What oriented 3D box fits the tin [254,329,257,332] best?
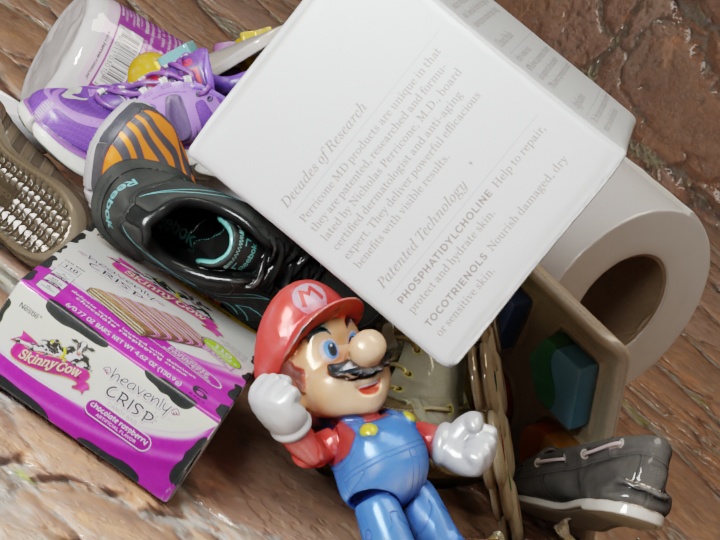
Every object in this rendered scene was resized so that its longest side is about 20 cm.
[{"bbox_3d":[-0.041,0.046,1.678,0.199,0.042,0.112,25,19,-37],"label":"tin"}]

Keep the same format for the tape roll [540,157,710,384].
[{"bbox_3d":[0.186,-0.005,2.084,0.202,0.203,0.139,20,18,-48],"label":"tape roll"}]

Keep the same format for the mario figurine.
[{"bbox_3d":[0.011,0.091,1.360,0.201,0.106,0.123,60,8,11],"label":"mario figurine"}]

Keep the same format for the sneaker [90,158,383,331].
[{"bbox_3d":[-0.066,-0.002,1.420,0.199,0.076,0.079,21,5,-24],"label":"sneaker"}]

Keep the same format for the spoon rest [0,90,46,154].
[{"bbox_3d":[-0.226,-0.087,1.640,0.200,0.061,0.099,43,14,29],"label":"spoon rest"}]

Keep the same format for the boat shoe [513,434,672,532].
[{"bbox_3d":[0.155,0.141,1.608,0.067,0.057,0.200,22,-11,-19],"label":"boat shoe"}]

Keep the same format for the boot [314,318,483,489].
[{"bbox_3d":[0.018,0.056,1.526,0.200,0.072,0.156,22,62,-62],"label":"boot"}]

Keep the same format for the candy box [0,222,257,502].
[{"bbox_3d":[-0.133,0.047,1.375,0.136,0.061,0.200,35,11,-2],"label":"candy box"}]

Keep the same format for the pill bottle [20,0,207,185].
[{"bbox_3d":[-0.152,-0.121,1.839,0.199,0.113,0.112,30,13,-21],"label":"pill bottle"}]

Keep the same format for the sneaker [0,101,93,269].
[{"bbox_3d":[-0.234,-0.059,1.544,0.200,0.070,0.076,48,1,30],"label":"sneaker"}]

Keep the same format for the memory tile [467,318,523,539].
[{"bbox_3d":[0.086,0.074,1.590,0.154,0.017,0.201,72,10,-58],"label":"memory tile"}]

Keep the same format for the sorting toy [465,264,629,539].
[{"bbox_3d":[0.120,0.081,1.713,0.036,0.201,0.185,-19,42,-25],"label":"sorting toy"}]

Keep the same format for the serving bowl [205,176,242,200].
[{"bbox_3d":[-0.016,-0.043,1.731,0.200,0.200,0.066,19,32,-51],"label":"serving bowl"}]

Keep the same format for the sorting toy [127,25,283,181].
[{"bbox_3d":[-0.065,-0.132,1.718,0.199,0.180,0.108,2,73,-32],"label":"sorting toy"}]

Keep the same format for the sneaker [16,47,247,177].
[{"bbox_3d":[-0.138,-0.113,1.585,0.199,0.084,0.081,-6,45,-42],"label":"sneaker"}]

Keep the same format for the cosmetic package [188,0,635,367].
[{"bbox_3d":[0.037,-0.080,1.427,0.200,0.167,0.167,39,14,1],"label":"cosmetic package"}]

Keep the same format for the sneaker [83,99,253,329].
[{"bbox_3d":[-0.099,-0.021,1.490,0.112,0.078,0.200,29,-23,30],"label":"sneaker"}]

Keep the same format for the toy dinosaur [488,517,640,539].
[{"bbox_3d":[0.163,0.222,1.556,0.199,0.058,0.101,27,28,-5],"label":"toy dinosaur"}]
